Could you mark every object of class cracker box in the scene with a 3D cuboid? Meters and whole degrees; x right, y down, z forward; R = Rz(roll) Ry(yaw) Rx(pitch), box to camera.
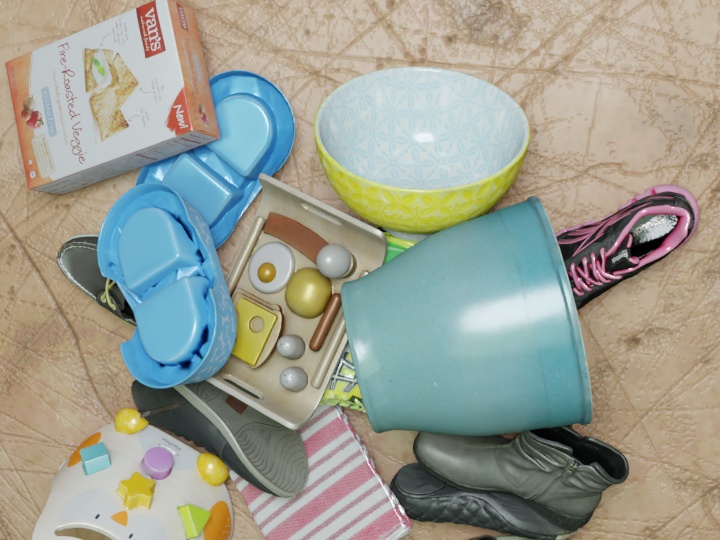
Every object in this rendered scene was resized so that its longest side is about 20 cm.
[{"bbox_3d":[-0.245,-0.168,1.077,0.198,0.058,0.136,-16,82,20],"label":"cracker box"}]

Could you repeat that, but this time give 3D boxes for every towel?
[{"bbox_3d":[-0.052,0.217,1.132,0.146,0.030,0.201,-37,74,14],"label":"towel"}]

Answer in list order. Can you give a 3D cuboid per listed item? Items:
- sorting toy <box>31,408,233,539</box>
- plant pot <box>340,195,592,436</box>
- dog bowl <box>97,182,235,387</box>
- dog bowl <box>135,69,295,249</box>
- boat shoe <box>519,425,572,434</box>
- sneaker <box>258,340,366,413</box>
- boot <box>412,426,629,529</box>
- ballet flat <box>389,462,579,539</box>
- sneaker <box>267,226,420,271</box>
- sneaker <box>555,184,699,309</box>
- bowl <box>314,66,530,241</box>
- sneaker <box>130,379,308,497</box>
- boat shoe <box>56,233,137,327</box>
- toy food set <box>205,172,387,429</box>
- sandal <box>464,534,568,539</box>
[{"bbox_3d":[-0.233,0.248,1.100,0.198,0.180,0.108,28,119,3],"label":"sorting toy"},{"bbox_3d":[0.085,0.055,0.956,0.186,0.200,0.202,-13,97,4],"label":"plant pot"},{"bbox_3d":[-0.179,0.015,1.033,0.111,0.049,0.202,-30,66,21],"label":"dog bowl"},{"bbox_3d":[-0.142,-0.108,1.105,0.111,0.050,0.201,39,102,1],"label":"dog bowl"},{"bbox_3d":[0.146,0.081,1.074,0.073,0.065,0.201,-41,99,-19],"label":"boat shoe"},{"bbox_3d":[-0.005,0.108,1.081,0.197,0.076,0.077,-12,69,0],"label":"sneaker"},{"bbox_3d":[0.153,0.171,1.057,0.198,0.068,0.131,20,146,9],"label":"boot"},{"bbox_3d":[0.127,0.237,1.126,0.197,0.067,0.057,11,143,7],"label":"ballet flat"},{"bbox_3d":[0.000,0.000,1.092,0.198,0.074,0.085,-1,97,18],"label":"sneaker"},{"bbox_3d":[0.232,-0.013,1.042,0.199,0.095,0.079,-34,94,13],"label":"sneaker"},{"bbox_3d":[0.054,-0.093,1.028,0.198,0.201,0.109,8,132,7],"label":"bowl"},{"bbox_3d":[-0.143,0.160,1.124,0.200,0.075,0.106,48,138,-4],"label":"sneaker"},{"bbox_3d":[-0.229,0.020,1.132,0.199,0.061,0.072,25,102,4],"label":"boat shoe"},{"bbox_3d":[-0.077,0.028,1.037,0.142,0.060,0.202,26,90,18],"label":"toy food set"},{"bbox_3d":[0.118,0.300,1.112,0.199,0.080,0.058,-17,139,4],"label":"sandal"}]
